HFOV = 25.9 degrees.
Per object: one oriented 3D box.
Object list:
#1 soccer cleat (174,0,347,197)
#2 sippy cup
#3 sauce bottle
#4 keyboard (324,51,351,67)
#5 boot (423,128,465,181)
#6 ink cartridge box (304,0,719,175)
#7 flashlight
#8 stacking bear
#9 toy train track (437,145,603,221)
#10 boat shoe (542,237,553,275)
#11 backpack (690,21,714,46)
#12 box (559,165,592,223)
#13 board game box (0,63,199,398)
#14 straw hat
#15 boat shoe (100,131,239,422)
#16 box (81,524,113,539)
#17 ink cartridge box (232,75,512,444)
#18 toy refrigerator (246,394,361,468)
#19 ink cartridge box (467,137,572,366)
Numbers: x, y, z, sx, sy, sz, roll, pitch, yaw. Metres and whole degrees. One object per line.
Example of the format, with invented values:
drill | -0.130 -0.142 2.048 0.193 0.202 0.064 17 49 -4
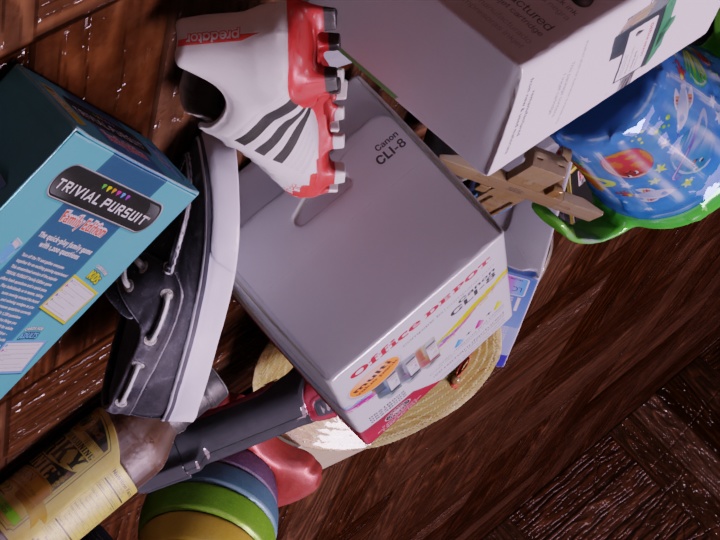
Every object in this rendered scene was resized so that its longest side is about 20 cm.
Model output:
soccer cleat | -0.051 -0.088 0.828 0.085 0.069 0.200 1 167 1
sippy cup | 0.190 -0.111 1.085 0.130 0.139 0.179 26 65 -52
sauce bottle | -0.179 0.132 1.072 0.200 0.065 0.065 -40 163 -18
keyboard | 0.000 -0.145 0.918 0.200 0.011 0.056 -26 151 -47
boot | 0.067 -0.118 1.025 0.182 0.073 0.200 -43 172 -30
ink cartridge box | 0.091 -0.161 0.845 0.200 0.146 0.084 -34 156 -33
flashlight | -0.076 0.097 1.145 0.199 0.068 0.068 -21 170 -1
stacking bear | -0.117 0.211 1.171 0.114 0.121 0.200 -28 -149 32
toy train track | 0.092 -0.060 1.045 0.200 0.114 0.033 150 -43 -72
boat shoe | 0.100 0.023 1.445 0.200 0.074 0.073 -49 163 13
backpack | 0.278 -0.175 1.268 0.200 0.135 0.182 -52 164 24
box | 0.237 -0.127 1.452 0.160 0.049 0.200 -45 164 -4
board game box | -0.187 0.004 0.765 0.200 0.047 0.151 -46 163 4
straw hat | 0.005 0.048 1.239 0.200 0.085 0.201 -10 135 -10
boat shoe | -0.115 0.006 0.910 0.068 0.072 0.200 4 128 -17
box | -0.266 0.288 1.173 0.200 0.104 0.182 -44 165 -1
ink cartridge box | 0.000 0.000 1.027 0.145 0.145 0.200 -41 162 -5
toy refrigerator | -0.025 0.120 1.361 0.200 0.070 0.076 -21 154 -31
ink cartridge box | 0.111 -0.013 1.289 0.200 0.076 0.137 97 11 -62
